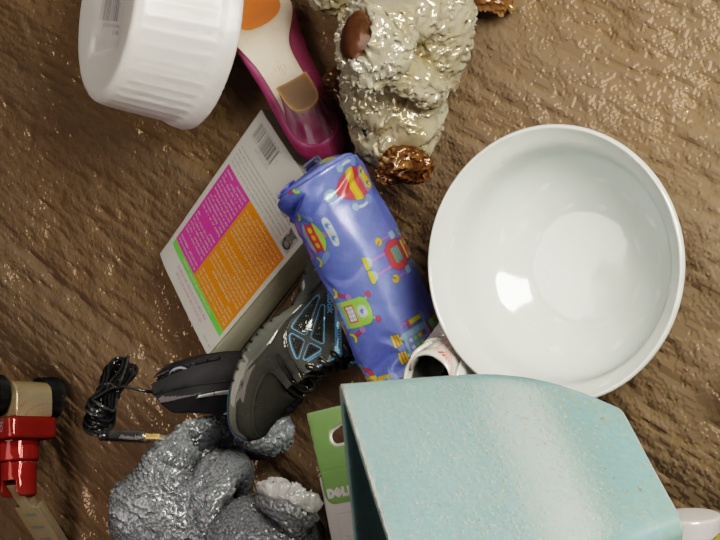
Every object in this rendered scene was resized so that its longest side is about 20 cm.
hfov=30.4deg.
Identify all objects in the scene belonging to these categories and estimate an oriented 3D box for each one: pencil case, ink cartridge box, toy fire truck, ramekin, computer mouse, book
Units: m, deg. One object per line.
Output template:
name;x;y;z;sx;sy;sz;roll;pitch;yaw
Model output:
pencil case;0.000;0.000;1.097;0.086;0.078;0.201;-23;98;32
ink cartridge box;0.029;0.204;1.086;0.103;0.059;0.202;-17;82;40
toy fire truck;-0.403;0.228;1.500;0.175;0.128;0.202;-14;75;41
ramekin;-0.192;-0.239;1.237;0.200;0.097;0.203;-19;68;58
computer mouse;-0.155;0.111;1.205;0.198;0.141;0.046;5;115;7
book;-0.108;-0.034;1.259;0.200;0.048;0.134;-49;61;31

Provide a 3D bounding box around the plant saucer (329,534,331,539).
plant saucer;0.067;0.243;1.127;0.199;0.048;0.202;28;111;36

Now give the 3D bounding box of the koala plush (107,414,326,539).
koala plush;-0.105;0.234;1.172;0.199;0.183;0.179;23;110;45

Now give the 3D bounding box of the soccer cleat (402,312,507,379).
soccer cleat;0.075;0.070;1.031;0.068;0.085;0.201;11;59;29

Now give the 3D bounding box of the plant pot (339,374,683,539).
plant pot;0.106;0.190;0.912;0.196;0.198;0.198;-112;13;-49

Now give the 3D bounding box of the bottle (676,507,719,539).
bottle;0.242;0.276;0.955;0.065;0.083;0.202;-1;94;47

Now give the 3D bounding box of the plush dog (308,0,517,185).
plush dog;0.034;-0.164;1.088;0.201;0.159;0.173;-113;30;-50

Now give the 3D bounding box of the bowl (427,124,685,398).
bowl;0.157;-0.004;0.991;0.199;0.090;0.203;-1;89;31

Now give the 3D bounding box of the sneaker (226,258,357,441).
sneaker;-0.044;0.068;1.156;0.082;0.073;0.201;31;86;23

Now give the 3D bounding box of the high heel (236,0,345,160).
high heel;-0.065;-0.180;1.217;0.067;0.096;0.201;-30;53;-4

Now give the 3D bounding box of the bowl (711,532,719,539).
bowl;0.276;0.242;0.874;0.107;0.198;0.202;-9;88;64
